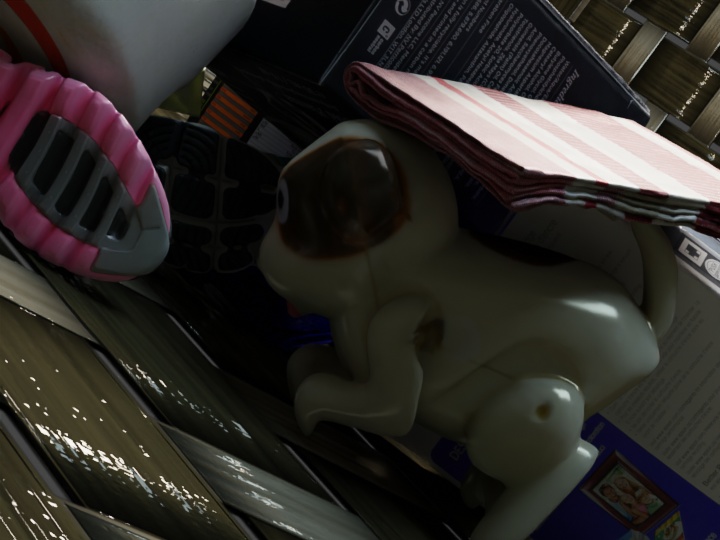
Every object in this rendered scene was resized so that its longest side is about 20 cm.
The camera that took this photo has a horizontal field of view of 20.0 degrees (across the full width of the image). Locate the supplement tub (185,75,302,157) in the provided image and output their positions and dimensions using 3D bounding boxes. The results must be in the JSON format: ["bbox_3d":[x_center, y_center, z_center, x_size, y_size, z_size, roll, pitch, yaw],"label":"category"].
[{"bbox_3d":[-0.038,-0.101,1.330,0.122,0.201,0.123,35,4,-3],"label":"supplement tub"}]

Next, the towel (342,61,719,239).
[{"bbox_3d":[0.104,-0.056,1.010,0.199,0.023,0.144,7,21,-39],"label":"towel"}]

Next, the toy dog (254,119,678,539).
[{"bbox_3d":[0.039,0.015,0.999,0.200,0.194,0.140,42,17,-8],"label":"toy dog"}]

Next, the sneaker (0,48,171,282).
[{"bbox_3d":[-0.167,-0.064,0.993,0.200,0.079,0.095,39,-5,11],"label":"sneaker"}]

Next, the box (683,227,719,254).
[{"bbox_3d":[0.181,0.049,1.452,0.148,0.105,0.200,35,-35,-4],"label":"box"}]

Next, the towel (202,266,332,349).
[{"bbox_3d":[0.000,0.000,1.224,0.199,0.050,0.148,-1,23,-33],"label":"towel"}]

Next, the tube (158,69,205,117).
[{"bbox_3d":[-0.184,-0.137,1.174,0.199,0.058,0.052,15,-9,-10],"label":"tube"}]

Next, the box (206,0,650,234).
[{"bbox_3d":[0.020,-0.118,1.151,0.196,0.124,0.200,38,-6,-36],"label":"box"}]

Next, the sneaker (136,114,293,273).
[{"bbox_3d":[-0.060,-0.035,1.127,0.199,0.078,0.080,16,10,-15],"label":"sneaker"}]

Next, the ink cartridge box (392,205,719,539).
[{"bbox_3d":[0.132,0.066,1.093,0.200,0.199,0.043,36,33,2],"label":"ink cartridge box"}]

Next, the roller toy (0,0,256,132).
[{"bbox_3d":[-0.149,-0.161,1.042,0.182,0.140,0.200,34,-28,16],"label":"roller toy"}]
